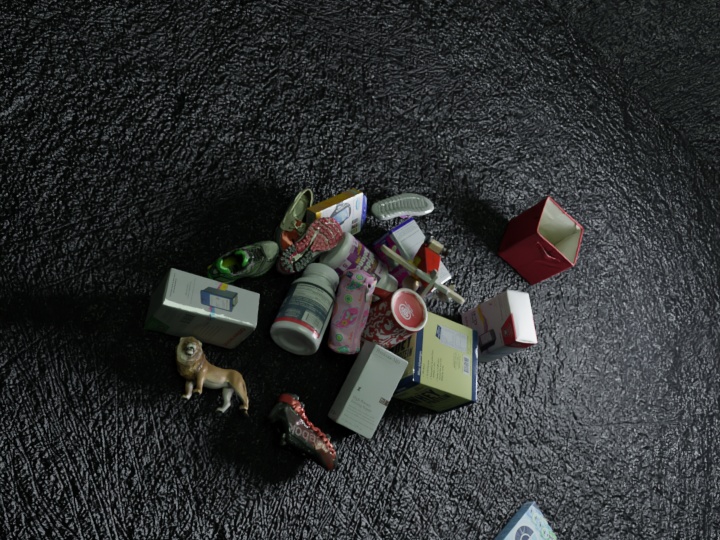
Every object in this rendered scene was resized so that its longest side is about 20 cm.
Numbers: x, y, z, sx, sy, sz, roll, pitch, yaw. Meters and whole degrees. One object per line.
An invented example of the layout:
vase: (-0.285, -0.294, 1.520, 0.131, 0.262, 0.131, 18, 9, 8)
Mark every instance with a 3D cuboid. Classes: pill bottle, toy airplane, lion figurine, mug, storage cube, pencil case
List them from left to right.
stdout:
lion figurine: (-0.309, 0.226, 1.349, 0.200, 0.072, 0.123, 36, 37, -33)
pill bottle: (-0.123, 0.086, 1.506, 0.119, 0.119, 0.201, 34, 52, -16)
pencil case: (-0.020, 0.096, 1.499, 0.087, 0.087, 0.201, 4, 109, -33)
pill bottle: (0.000, 0.000, 1.633, 0.200, 0.112, 0.113, 39, 51, -24)
mug: (0.045, 0.118, 1.555, 0.177, 0.200, 0.134, 32, 53, -18)
toy airplane: (0.156, 0.014, 1.611, 0.199, 0.141, 0.200, -3, 53, -48)
storage cube: (0.574, -0.091, 2.043, 0.171, 0.180, 0.200, 39, 52, -13)

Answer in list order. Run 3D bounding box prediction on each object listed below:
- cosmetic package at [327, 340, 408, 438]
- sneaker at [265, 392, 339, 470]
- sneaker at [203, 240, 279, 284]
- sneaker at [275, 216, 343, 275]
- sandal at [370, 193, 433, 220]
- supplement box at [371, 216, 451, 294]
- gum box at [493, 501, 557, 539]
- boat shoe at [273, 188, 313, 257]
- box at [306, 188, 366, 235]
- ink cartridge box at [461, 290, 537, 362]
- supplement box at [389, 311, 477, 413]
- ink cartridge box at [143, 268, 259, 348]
cosmetic package: (0.018, 0.277, 1.494, 0.101, 0.074, 0.201, 30, 80, -19)
sneaker: (-0.131, 0.369, 1.392, 0.201, 0.071, 0.098, 51, 49, -1)
sneaker: (-0.262, -0.020, 1.484, 0.200, 0.085, 0.078, -31, 87, -41)
sneaker: (-0.128, -0.062, 1.553, 0.200, 0.075, 0.081, -36, 96, -27)
sandal: (0.116, -0.179, 1.856, 0.202, 0.050, 0.083, -8, 57, -24)
supplement box: (0.140, -0.027, 1.758, 0.103, 0.101, 0.200, -34, 88, -40)
gum box: (0.425, 0.723, 1.623, 0.200, 0.045, 0.170, -29, 86, -40)
boat shoe: (-0.165, -0.119, 1.616, 0.071, 0.062, 0.201, 29, 55, -22)
box: (-0.060, -0.134, 1.665, 0.041, 0.120, 0.200, 27, 39, 31)
ink cartridge box: (0.381, 0.158, 1.770, 0.085, 0.200, 0.148, 8, 63, -31)
supplement box: (0.181, 0.233, 1.635, 0.199, 0.134, 0.201, 22, 57, -25)
ink cartridge box: (-0.332, 0.086, 1.342, 0.199, 0.145, 0.088, 19, 56, -25)
